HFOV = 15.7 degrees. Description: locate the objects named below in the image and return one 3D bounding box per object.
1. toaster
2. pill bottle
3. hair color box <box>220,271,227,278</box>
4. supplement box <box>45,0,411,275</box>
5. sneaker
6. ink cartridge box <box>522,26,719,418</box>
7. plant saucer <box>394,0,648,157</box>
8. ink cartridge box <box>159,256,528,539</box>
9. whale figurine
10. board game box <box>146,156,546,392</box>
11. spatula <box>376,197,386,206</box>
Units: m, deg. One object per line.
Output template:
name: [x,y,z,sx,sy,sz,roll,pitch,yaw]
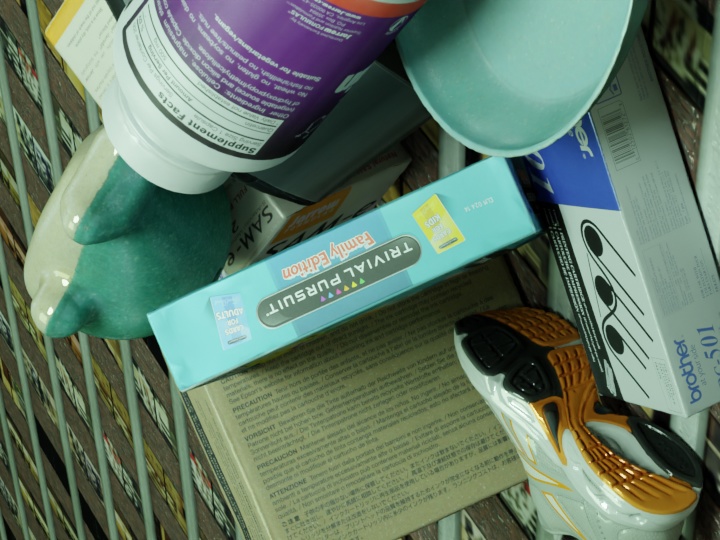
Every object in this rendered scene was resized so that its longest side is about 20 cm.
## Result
toaster: [-0.056,-0.136,1.460,0.201,0.118,0.181,62,-165,20]
pill bottle: [-0.046,-0.125,1.267,0.200,0.112,0.113,-47,65,42]
hair color box: [-0.043,0.010,1.816,0.200,0.065,0.110,30,139,60]
supplement box: [-0.081,-0.106,1.603,0.200,0.126,0.074,53,133,12]
sneaker: [0.108,0.101,1.445,0.200,0.075,0.092,50,142,44]
ink cartridge box: [0.127,-0.031,1.303,0.094,0.044,0.201,11,122,67]
plant saucer: [0.079,-0.154,1.222,0.200,0.036,0.201,10,102,56]
ink cartridge box: [0.006,0.073,1.525,0.165,0.199,0.075,67,163,3]
whale figurine: [-0.124,-0.026,1.473,0.103,0.160,0.200,29,168,0]
board game box: [0.000,0.000,1.381,0.151,0.199,0.047,-13,-101,-82]
spatula: [0.010,-0.055,1.651,0.201,0.020,0.057,67,164,3]
